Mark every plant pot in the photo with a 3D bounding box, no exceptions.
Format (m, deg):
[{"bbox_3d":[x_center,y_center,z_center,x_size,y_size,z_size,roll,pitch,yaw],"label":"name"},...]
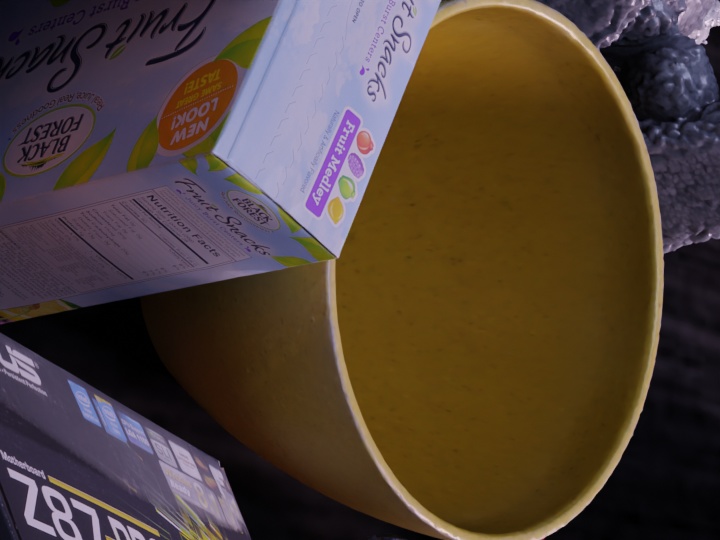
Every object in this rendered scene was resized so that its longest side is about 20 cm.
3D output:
[{"bbox_3d":[0.000,0.000,1.122,0.200,0.142,0.201,0,90,-50],"label":"plant pot"}]

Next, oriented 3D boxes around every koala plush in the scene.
[{"bbox_3d":[0.094,-0.112,1.250,0.178,0.183,0.200,51,32,-22],"label":"koala plush"}]

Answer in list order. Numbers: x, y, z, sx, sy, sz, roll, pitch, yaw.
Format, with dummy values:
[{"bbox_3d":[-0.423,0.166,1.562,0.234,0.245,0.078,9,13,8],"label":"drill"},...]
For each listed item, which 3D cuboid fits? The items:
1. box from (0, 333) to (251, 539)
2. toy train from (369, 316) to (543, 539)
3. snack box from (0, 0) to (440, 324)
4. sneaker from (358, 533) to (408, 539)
[{"bbox_3d":[-0.078,0.110,0.932,0.200,0.049,0.162,39,22,-57],"label":"box"},{"bbox_3d":[0.054,0.106,1.226,0.034,0.046,0.201,-35,105,-40],"label":"toy train"},{"bbox_3d":[-0.064,-0.075,1.050,0.068,0.200,0.169,39,60,-30],"label":"snack box"},{"bbox_3d":[0.011,0.201,1.150,0.075,0.078,0.201,15,73,-40],"label":"sneaker"}]
